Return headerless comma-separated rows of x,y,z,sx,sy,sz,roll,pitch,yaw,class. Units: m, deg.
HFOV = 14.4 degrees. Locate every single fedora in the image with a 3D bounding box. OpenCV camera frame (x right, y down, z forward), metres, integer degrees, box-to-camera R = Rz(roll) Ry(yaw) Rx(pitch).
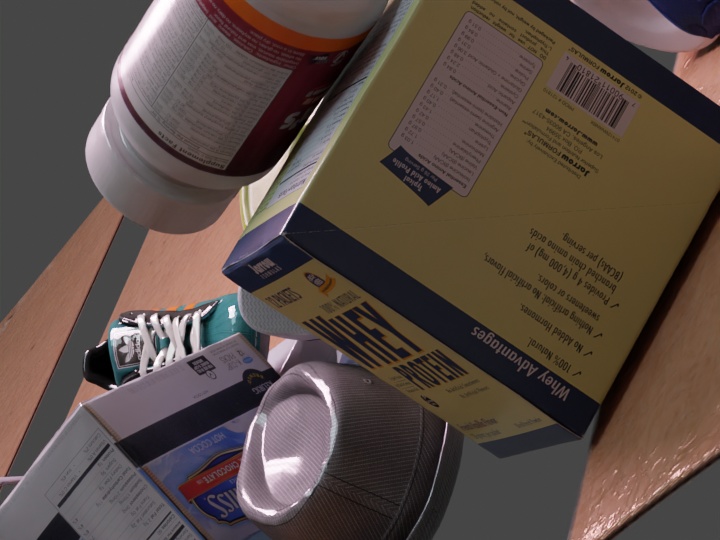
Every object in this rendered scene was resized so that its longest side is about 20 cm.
-0.016,0.114,1.698,0.178,0.090,0.200,-61,19,11,fedora

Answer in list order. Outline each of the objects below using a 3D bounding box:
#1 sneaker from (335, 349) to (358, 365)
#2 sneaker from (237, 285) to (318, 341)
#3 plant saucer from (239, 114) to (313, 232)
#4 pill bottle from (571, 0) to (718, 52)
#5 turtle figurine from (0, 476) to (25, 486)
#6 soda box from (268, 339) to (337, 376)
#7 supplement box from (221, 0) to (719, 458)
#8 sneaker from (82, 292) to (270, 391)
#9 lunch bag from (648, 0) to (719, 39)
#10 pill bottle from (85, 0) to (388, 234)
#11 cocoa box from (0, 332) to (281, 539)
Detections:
0.000,0.000,1.908,0.070,0.082,0.201,28,-106,-67,sneaker
0.029,0.011,1.699,0.071,0.199,0.074,-15,-71,-71,sneaker
-0.022,-0.071,1.881,0.200,0.031,0.201,-24,58,46,plant saucer
0.208,-0.244,1.748,0.201,0.114,0.114,-61,12,-23,pill bottle
-0.217,0.203,2.154,0.199,0.145,0.194,-6,11,18,turtle figurine
-0.068,0.110,2.057,0.200,0.064,0.068,-35,25,60,soda box
0.067,-0.037,1.555,0.200,0.199,0.134,-59,9,-16,supplement box
-0.129,0.059,1.966,0.200,0.079,0.072,-28,60,59,sneaker
0.193,-0.245,1.599,0.136,0.200,0.132,-56,13,-26,lunch bag
-0.073,-0.115,1.584,0.200,0.109,0.110,-53,11,42,pill bottle
-0.116,0.149,1.817,0.134,0.131,0.200,-51,-14,27,cocoa box
